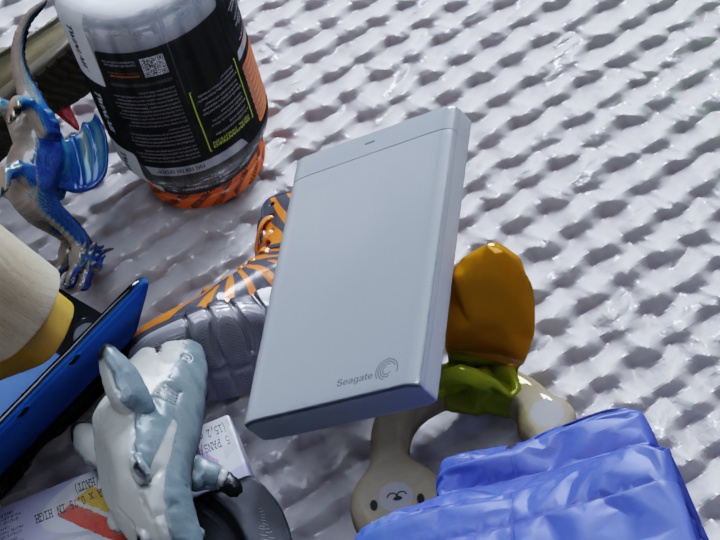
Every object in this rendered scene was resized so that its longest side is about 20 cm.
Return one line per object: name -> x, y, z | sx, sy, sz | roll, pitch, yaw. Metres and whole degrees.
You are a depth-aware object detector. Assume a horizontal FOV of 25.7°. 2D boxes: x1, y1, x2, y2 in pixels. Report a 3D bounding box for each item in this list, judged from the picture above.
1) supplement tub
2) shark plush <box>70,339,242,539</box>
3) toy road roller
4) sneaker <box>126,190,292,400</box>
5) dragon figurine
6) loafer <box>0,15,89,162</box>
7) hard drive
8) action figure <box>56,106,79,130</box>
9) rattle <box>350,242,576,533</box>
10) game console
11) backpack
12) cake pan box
supplement tub -> -0.136, -0.146, 1.136 | 0.121, 0.201, 0.124 | -7, 49, 8
shark plush -> -0.107, 0.119, 0.936 | 0.082, 0.092, 0.201 | 0, 37, -28
toy road roller -> -0.285, 0.054, 0.958 | 0.199, 0.123, 0.147 | -22, 41, 37
sneaker -> -0.072, 0.014, 1.080 | 0.198, 0.078, 0.112 | -17, 43, -13
dragon figurine -> -0.222, -0.085, 1.142 | 0.058, 0.099, 0.203 | -14, 68, 43
loafer -> -0.267, -0.146, 1.208 | 0.199, 0.076, 0.068 | -37, 72, 11
hard drive -> 0.000, 0.000, 0.976 | 0.131, 0.027, 0.202 | -16, 50, 34
action figure -> -0.174, -0.198, 1.289 | 0.065, 0.099, 0.201 | 37, 89, 32
rattle -> 0.044, 0.108, 0.927 | 0.130, 0.143, 0.200 | 41, 61, 16
game console -> -0.243, 0.073, 1.031 | 0.170, 0.119, 0.200 | 26, 60, 32
backpack -> 0.093, 0.180, 0.842 | 0.198, 0.163, 0.169 | -21, 38, 12
cake pan box -> -0.131, 0.200, 0.946 | 0.198, 0.053, 0.185 | -21, 51, -5
